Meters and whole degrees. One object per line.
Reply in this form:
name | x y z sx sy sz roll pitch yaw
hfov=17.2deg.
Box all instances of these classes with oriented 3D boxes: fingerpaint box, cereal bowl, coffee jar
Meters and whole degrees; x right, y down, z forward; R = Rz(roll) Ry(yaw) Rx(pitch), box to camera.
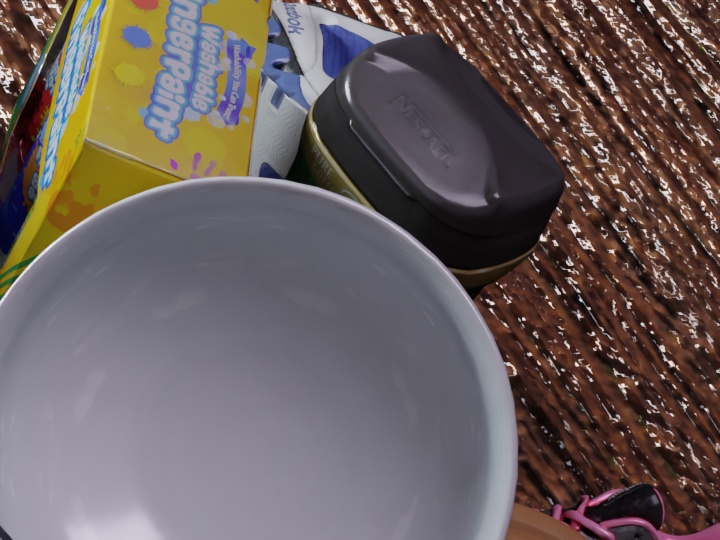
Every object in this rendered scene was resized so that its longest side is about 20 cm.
fingerpaint box | -0.104 -0.051 1.001 0.073 0.167 0.200 22 41 -16
cereal bowl | -0.043 0.068 0.871 0.200 0.200 0.083 38 -4 5
coffee jar | 0.000 0.000 0.994 0.085 0.200 0.104 -20 63 -45

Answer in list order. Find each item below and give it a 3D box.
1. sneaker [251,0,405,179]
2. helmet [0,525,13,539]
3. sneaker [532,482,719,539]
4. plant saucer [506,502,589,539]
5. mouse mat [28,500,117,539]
sneaker | -0.006 -0.070 1.159 0.115 0.081 0.200 -5 51 -36
helmet | -0.177 0.143 0.724 0.190 0.201 0.200 12 38 9
sneaker | 0.085 0.122 1.003 0.199 0.096 0.079 16 25 -24
plant saucer | 0.042 0.181 0.911 0.200 0.032 0.201 7 67 -16
mouse mat | -0.193 0.123 0.849 0.200 0.008 0.161 28 57 -7
